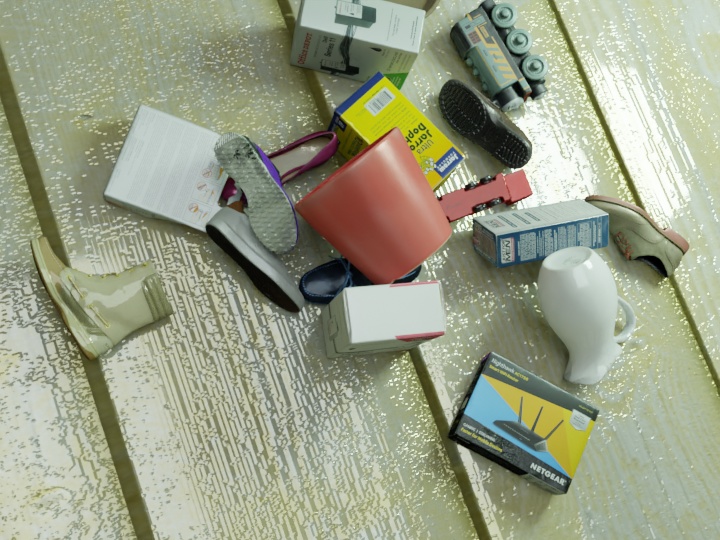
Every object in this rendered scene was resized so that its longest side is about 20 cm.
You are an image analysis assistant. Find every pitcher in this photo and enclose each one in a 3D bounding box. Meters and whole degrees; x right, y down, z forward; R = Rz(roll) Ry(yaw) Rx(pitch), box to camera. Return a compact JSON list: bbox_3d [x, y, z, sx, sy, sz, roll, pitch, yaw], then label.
[{"bbox_3d":[0.371,0.056,1.533,0.171,0.121,0.200,-34,115,-32],"label":"pitcher"}]

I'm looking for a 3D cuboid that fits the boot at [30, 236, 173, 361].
[{"bbox_3d":[-0.388,0.014,1.430,0.155,0.073,0.200,-30,84,-16],"label":"boot"}]

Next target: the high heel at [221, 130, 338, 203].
[{"bbox_3d":[-0.128,-0.166,1.518,0.200,0.096,0.068,-20,80,-16],"label":"high heel"}]

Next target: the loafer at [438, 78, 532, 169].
[{"bbox_3d":[0.215,-0.248,1.632,0.200,0.071,0.073,46,117,10],"label":"loafer"}]

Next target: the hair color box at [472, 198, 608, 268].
[{"bbox_3d":[0.294,-0.063,1.567,0.199,0.100,0.061,-10,111,-14],"label":"hair color box"}]

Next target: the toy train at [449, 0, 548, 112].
[{"bbox_3d":[0.242,-0.372,1.659,0.114,0.085,0.200,-29,85,-4],"label":"toy train"}]

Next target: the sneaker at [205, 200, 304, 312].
[{"bbox_3d":[-0.143,-0.026,1.477,0.200,0.073,0.085,49,60,-15],"label":"sneaker"}]

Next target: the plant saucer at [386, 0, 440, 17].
[{"bbox_3d":[0.052,-0.517,1.663,0.200,0.029,0.201,7,73,-23],"label":"plant saucer"}]

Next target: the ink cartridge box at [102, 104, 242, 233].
[{"bbox_3d":[-0.282,-0.152,1.507,0.200,0.050,0.163,21,77,-9],"label":"ink cartridge box"}]

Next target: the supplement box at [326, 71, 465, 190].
[{"bbox_3d":[0.053,-0.202,1.556,0.200,0.109,0.110,45,71,3],"label":"supplement box"}]

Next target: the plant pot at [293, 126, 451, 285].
[{"bbox_3d":[0.029,-0.085,1.419,0.200,0.200,0.177,-39,97,-18],"label":"plant pot"}]

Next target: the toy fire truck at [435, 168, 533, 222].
[{"bbox_3d":[0.188,-0.115,1.561,0.199,0.141,0.049,-21,87,0],"label":"toy fire truck"}]

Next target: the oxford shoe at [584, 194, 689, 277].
[{"bbox_3d":[0.461,-0.060,1.622,0.200,0.070,0.075,29,77,-1],"label":"oxford shoe"}]

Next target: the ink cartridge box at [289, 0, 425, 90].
[{"bbox_3d":[-0.009,-0.383,1.574,0.199,0.147,0.083,12,74,-7],"label":"ink cartridge box"}]

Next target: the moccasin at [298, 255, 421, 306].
[{"bbox_3d":[0.000,0.000,1.513,0.199,0.068,0.081,-16,79,-15],"label":"moccasin"}]

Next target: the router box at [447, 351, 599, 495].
[{"bbox_3d":[0.257,0.241,1.508,0.200,0.051,0.149,28,70,-3],"label":"router box"}]

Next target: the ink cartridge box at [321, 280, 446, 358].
[{"bbox_3d":[0.031,0.076,1.431,0.146,0.200,0.083,-5,80,-12],"label":"ink cartridge box"}]

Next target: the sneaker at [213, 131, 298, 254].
[{"bbox_3d":[-0.141,-0.119,1.456,0.069,0.100,0.200,-29,84,13],"label":"sneaker"}]
